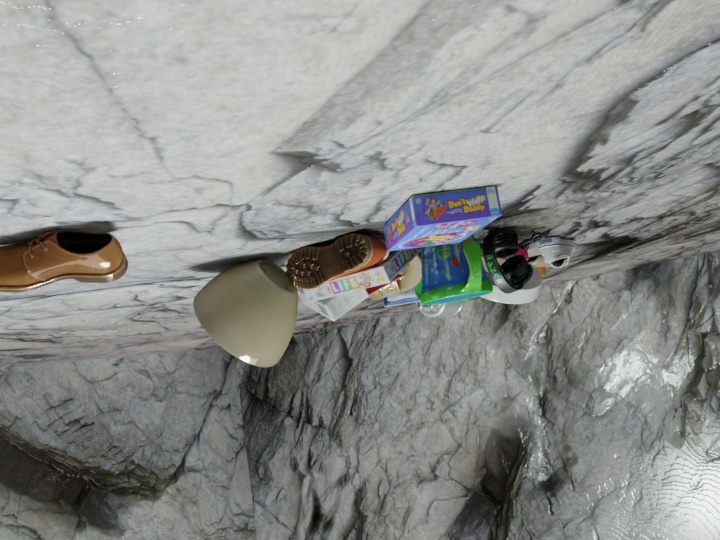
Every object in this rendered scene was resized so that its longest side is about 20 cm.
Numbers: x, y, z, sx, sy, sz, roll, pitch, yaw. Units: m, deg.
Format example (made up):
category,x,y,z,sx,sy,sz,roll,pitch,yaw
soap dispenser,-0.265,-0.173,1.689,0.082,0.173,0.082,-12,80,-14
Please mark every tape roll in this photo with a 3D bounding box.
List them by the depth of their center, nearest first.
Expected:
category,x,y,z,sx,sy,sz,roll,pitch,yaw
tape roll,0.295,0.007,1.613,0.199,0.038,0.204,10,-154,-5

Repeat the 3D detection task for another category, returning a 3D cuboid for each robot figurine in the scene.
category,x,y,z,sx,sy,sz,roll,pitch,yaw
robot figurine,0.245,0.082,2.249,0.167,0.116,0.198,-2,178,39

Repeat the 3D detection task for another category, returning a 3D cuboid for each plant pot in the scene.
category,x,y,z,sx,sy,sz,roll,pitch,yaw
plant pot,-0.192,0.060,1.383,0.135,0.201,0.199,-49,159,15

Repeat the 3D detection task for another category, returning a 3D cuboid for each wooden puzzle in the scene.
category,x,y,z,sx,sy,sz,roll,pitch,yaw
wooden puzzle,0.468,0.002,2.182,0.197,0.047,0.184,-14,171,33

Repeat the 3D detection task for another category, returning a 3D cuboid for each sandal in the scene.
category,x,y,z,sx,sy,sz,roll,pitch,yaw
sandal,0.057,0.028,1.621,0.069,0.078,0.211,-33,180,-36

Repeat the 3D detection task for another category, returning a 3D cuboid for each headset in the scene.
category,x,y,z,sx,sy,sz,roll,pitch,yaw
headset,0.313,-0.032,1.500,0.093,0.125,0.199,-23,-176,32

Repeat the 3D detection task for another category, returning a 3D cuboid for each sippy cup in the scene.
category,x,y,z,sx,sy,sz,roll,pitch,yaw
sippy cup,0.168,-0.013,1.371,0.176,0.133,0.138,-14,172,37

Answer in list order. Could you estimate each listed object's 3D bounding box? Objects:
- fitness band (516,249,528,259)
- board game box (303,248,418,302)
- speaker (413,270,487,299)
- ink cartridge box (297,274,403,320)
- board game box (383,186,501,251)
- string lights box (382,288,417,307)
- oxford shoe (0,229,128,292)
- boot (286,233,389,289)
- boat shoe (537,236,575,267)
category,x,y,z,sx,sy,sz,roll,pitch,yaw
fitness band,0.335,-0.026,1.843,0.142,0.038,0.199,-15,172,34
board game box,0.000,0.000,1.434,0.197,0.035,0.134,-15,-163,35
speaker,0.211,0.021,1.692,0.198,0.090,0.088,-14,178,-42
ink cartridge box,-0.027,0.025,1.556,0.175,0.045,0.199,-33,-162,-15
board game box,0.122,-0.077,1.162,0.132,0.046,0.200,-8,172,-12
string lights box,0.106,0.045,1.795,0.101,0.060,0.200,-9,172,-2
oxford shoe,-0.402,-0.022,0.942,0.196,0.072,0.072,-7,145,-10
boot,-0.041,-0.015,1.347,0.197,0.077,0.107,-15,175,33
boat shoe,0.480,-0.040,1.799,0.071,0.067,0.199,-12,172,24
